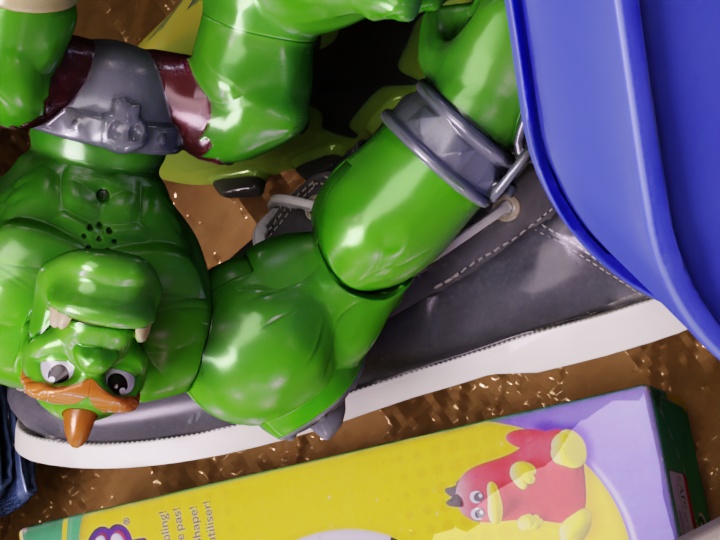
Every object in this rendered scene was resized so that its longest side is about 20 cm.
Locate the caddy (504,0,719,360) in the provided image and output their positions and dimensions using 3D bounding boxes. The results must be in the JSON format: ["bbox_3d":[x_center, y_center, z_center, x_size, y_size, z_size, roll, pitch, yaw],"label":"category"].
[{"bbox_3d":[0.103,-0.072,0.663,0.141,0.105,0.201,-13,114,-7],"label":"caddy"}]

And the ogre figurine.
[{"bbox_3d":[-0.056,-0.025,0.699,0.098,0.199,0.120,33,114,54],"label":"ogre figurine"}]

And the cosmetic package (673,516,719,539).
[{"bbox_3d":[0.137,0.065,0.668,0.199,0.105,0.071,-26,82,-9],"label":"cosmetic package"}]

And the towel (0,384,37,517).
[{"bbox_3d":[-0.147,-0.022,0.837,0.111,0.048,0.201,-18,77,36],"label":"towel"}]

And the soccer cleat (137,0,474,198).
[{"bbox_3d":[0.003,-0.092,0.764,0.200,0.065,0.084,-43,39,39],"label":"soccer cleat"}]

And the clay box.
[{"bbox_3d":[-0.005,0.108,0.770,0.199,0.048,0.115,-14,78,16],"label":"clay box"}]

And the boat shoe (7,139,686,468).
[{"bbox_3d":[0.000,0.000,0.770,0.199,0.072,0.068,-17,105,10],"label":"boat shoe"}]
